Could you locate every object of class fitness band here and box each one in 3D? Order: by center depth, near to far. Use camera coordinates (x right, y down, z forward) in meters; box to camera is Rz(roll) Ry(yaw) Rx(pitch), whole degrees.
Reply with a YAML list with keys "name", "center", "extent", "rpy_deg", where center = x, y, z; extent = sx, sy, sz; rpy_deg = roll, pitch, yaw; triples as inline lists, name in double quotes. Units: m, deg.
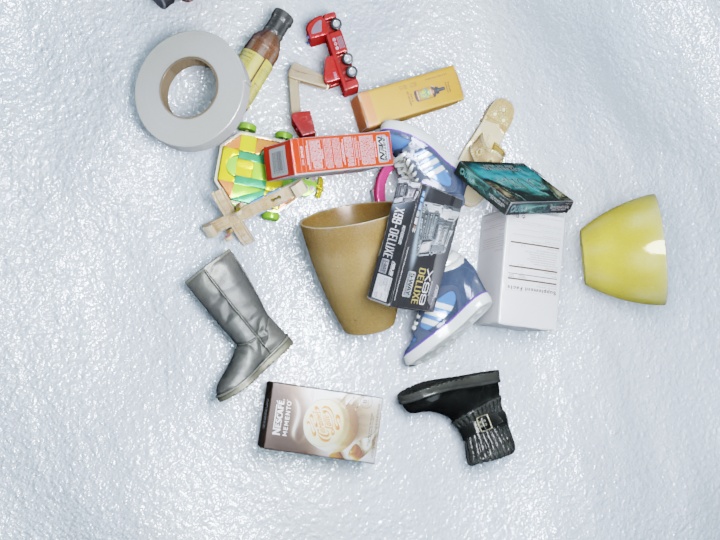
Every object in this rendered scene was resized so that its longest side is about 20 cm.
- name: "fitness band"
  center: [0.096, -0.111, 1.711]
  extent: [0.141, 0.037, 0.204]
  rpy_deg: [-14, 90, -14]

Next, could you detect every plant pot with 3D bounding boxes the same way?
- name: "plant pot"
  center: [0.000, 0.000, 1.623]
  extent: [0.182, 0.186, 0.205]
  rpy_deg: [-12, 105, -14]
- name: "plant pot"
  center: [0.480, -0.031, 1.735]
  extent: [0.139, 0.200, 0.205]
  rpy_deg: [-6, 87, 11]

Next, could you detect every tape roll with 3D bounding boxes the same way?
- name: "tape roll"
  center: [-0.285, -0.304, 1.595]
  extent: [0.198, 0.037, 0.208]
  rpy_deg: [-2, 81, 11]

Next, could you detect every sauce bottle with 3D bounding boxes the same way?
- name: "sauce bottle"
  center: [-0.182, -0.365, 1.649]
  extent: [0.065, 0.066, 0.202]
  rpy_deg: [33, 79, -9]

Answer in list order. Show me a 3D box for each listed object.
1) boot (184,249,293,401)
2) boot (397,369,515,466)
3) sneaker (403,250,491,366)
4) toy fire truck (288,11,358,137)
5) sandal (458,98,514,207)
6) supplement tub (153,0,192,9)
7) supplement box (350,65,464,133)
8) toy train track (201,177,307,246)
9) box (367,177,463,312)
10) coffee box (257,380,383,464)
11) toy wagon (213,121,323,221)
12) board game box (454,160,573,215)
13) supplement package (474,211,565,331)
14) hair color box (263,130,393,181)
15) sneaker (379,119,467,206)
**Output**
- name: "boot"
  center: [-0.230, 0.093, 1.600]
  extent: [0.182, 0.072, 0.201]
  rpy_deg: [-43, 103, -27]
- name: "boot"
  center: [0.174, 0.272, 1.679]
  extent: [0.206, 0.079, 0.162]
  rpy_deg: [-8, 88, -14]
- name: "sneaker"
  center: [0.125, 0.056, 1.677]
  extent: [0.200, 0.080, 0.148]
  rpy_deg: [-42, 69, 18]
- name: "toy fire truck"
  center: [-0.077, -0.346, 1.677]
  extent: [0.138, 0.049, 0.204]
  rpy_deg: [-18, 85, -6]
- name: "sandal"
  center: [0.236, -0.225, 1.736]
  extent: [0.076, 0.070, 0.215]
  rpy_deg: [24, 81, -11]
- name: "supplement tub"
  center: [-0.282, -0.537, 1.616]
  extent: [0.199, 0.107, 0.108]
  rpy_deg: [-41, 95, -13]
- name: "supplement box"
  center: [0.086, -0.310, 1.709]
  extent: [0.196, 0.069, 0.068]
  rpy_deg: [-18, 90, -12]
- name: "toy train track"
  center: [-0.181, -0.100, 1.599]
  extent: [0.197, 0.033, 0.116]
  rpy_deg: [-24, 121, 12]
- name: "box"
  center: [0.093, -0.038, 1.559]
  extent: [0.049, 0.157, 0.204]
  rpy_deg: [16, 92, 32]
- name: "coffee box"
  center: [-0.070, 0.261, 1.621]
  extent: [0.195, 0.080, 0.117]
  rpy_deg: [9, 84, -13]
- name: "toy wagon"
  center: [-0.156, -0.169, 1.653]
  extent: [0.196, 0.040, 0.159]
  rpy_deg: [11, 84, -12]
- name: "board game box"
  center: [0.275, -0.147, 1.670]
  extent: [0.198, 0.135, 0.029]
  rpy_deg: [-6, 130, -46]
- name: "supplement package"
  center: [0.286, 0.003, 1.704]
  extent: [0.117, 0.121, 0.205]
  rpy_deg: [7, 85, -15]
- name: "hair color box"
  center: [-0.055, -0.196, 1.614]
  extent: [0.197, 0.110, 0.066]
  rpy_deg: [-8, 93, -32]
- name: "sneaker"
  center: [0.095, -0.154, 1.655]
  extent: [0.198, 0.080, 0.149]
  rpy_deg: [32, 72, -18]
